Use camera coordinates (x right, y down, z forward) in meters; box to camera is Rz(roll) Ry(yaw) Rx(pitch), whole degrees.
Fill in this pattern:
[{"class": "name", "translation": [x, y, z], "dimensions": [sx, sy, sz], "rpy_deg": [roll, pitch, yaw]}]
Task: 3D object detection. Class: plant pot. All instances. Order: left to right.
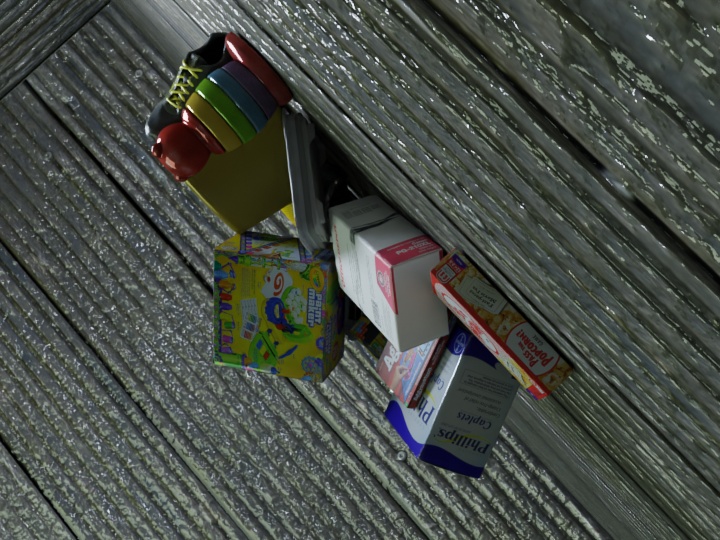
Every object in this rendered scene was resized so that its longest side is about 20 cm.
[{"class": "plant pot", "translation": [-0.199, -0.175, 1.545], "dimensions": [0.177, 0.200, 0.200], "rpy_deg": [59, 175, -16]}]

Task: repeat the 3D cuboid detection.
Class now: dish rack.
[{"class": "dish rack", "translation": [-0.074, -0.131, 1.377], "dimensions": [0.172, 0.043, 0.200], "rpy_deg": [64, -161, -79]}]

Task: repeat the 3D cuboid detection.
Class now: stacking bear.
[{"class": "stacking bear", "translation": [-0.203, -0.214, 1.297], "dimensions": [0.114, 0.200, 0.121], "rpy_deg": [43, 175, 41]}]

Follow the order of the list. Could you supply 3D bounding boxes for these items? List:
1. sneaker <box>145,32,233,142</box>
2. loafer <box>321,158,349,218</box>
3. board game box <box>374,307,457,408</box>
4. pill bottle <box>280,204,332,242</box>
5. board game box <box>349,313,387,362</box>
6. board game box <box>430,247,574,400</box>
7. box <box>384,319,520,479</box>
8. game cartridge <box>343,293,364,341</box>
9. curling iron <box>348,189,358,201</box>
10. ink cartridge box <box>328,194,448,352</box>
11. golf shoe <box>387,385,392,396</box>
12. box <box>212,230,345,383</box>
[{"class": "sneaker", "translation": [-0.249, -0.273, 1.348], "dimensions": [0.074, 0.200, 0.085], "rpy_deg": [31, 161, 21]}, {"class": "loafer", "translation": [-0.047, -0.113, 1.568], "dimensions": [0.063, 0.072, 0.200], "rpy_deg": [27, 157, 20]}, {"class": "board game box", "translation": [0.088, 0.092, 1.360], "dimensions": [0.019, 0.200, 0.103], "rpy_deg": [11, -159, -34]}, {"class": "pill bottle", "translation": [-0.099, -0.139, 1.783], "dimensions": [0.200, 0.113, 0.113], "rpy_deg": [48, 178, -31]}, {"class": "board game box", "translation": [0.091, 0.097, 1.551], "dimensions": [0.057, 0.165, 0.200], "rpy_deg": [35, 170, 40]}, {"class": "board game box", "translation": [0.171, 0.070, 1.144], "dimensions": [0.200, 0.046, 0.152], "rpy_deg": [47, 177, 12]}, {"class": "box", "translation": [0.139, 0.176, 1.387], "dimensions": [0.105, 0.200, 0.184], "rpy_deg": [19, -174, -17]}, {"class": "game cartridge", "translation": [0.000, 0.000, 1.537], "dimensions": [0.133, 0.040, 0.200], "rpy_deg": [-81, -6, -66]}, {"class": "curling iron", "translation": [-0.053, -0.166, 1.618], "dimensions": [0.200, 0.026, 0.050], "rpy_deg": [43, -161, -1]}, {"class": "ink cartridge box", "translation": [0.038, -0.001, 1.315], "dimensions": [0.200, 0.084, 0.145], "rpy_deg": [45, 149, 52]}, {"class": "golf shoe", "translation": [0.145, 0.181, 1.707], "dimensions": [0.097, 0.200, 0.078], "rpy_deg": [34, -154, -46]}, {"class": "box", "translation": [-0.129, 0.056, 1.501], "dimensions": [0.192, 0.200, 0.122], "rpy_deg": [9, -161, 14]}]
